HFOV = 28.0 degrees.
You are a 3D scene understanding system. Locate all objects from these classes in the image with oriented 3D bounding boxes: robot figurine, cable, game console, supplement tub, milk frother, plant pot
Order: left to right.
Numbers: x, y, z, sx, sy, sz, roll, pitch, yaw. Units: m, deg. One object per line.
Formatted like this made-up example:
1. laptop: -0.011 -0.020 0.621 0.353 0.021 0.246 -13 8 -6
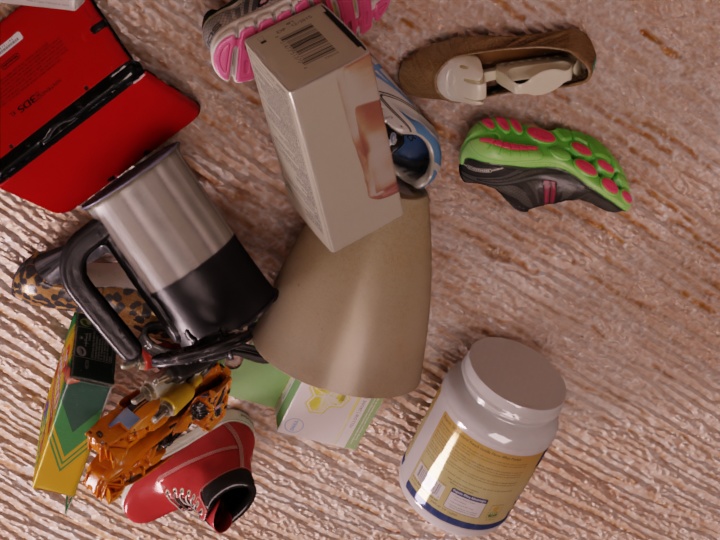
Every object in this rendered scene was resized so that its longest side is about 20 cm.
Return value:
1. game console: -0.293 -0.169 1.424 0.199 0.119 0.173 -34 92 16
2. robot figurine: -0.215 0.164 1.573 0.200 0.058 0.145 -35 154 -35
3. milk frother: -0.180 -0.006 1.399 0.180 0.200 0.189 -41 104 -26
4. cable: -0.167 0.086 1.540 0.199 0.098 0.050 -22 168 -43
5. plant pot: 0.000 0.000 1.504 0.186 0.187 0.201 10 110 -15
6. supplement tub: 0.142 0.191 1.664 0.143 0.145 0.201 14 123 -17

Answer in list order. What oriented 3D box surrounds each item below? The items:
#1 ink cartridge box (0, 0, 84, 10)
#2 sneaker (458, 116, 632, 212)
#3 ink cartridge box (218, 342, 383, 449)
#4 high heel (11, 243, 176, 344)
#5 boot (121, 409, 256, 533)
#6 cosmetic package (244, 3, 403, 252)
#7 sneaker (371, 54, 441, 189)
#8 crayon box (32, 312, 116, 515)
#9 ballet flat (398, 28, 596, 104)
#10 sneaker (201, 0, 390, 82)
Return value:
1. ink cartridge box: -0.323 -0.334 1.268 0.160 0.050 0.201 7 123 1
2. sneaker: 0.193 -0.102 1.512 0.199 0.077 0.084 17 140 -15
3. ink cartridge box: -0.070 0.120 1.647 0.199 0.048 0.146 15 123 -20
4. high heel: -0.273 0.040 1.558 0.142 0.072 0.200 -23 128 23
5. boot: -0.202 0.267 1.675 0.200 0.145 0.072 -37 124 20
6. cosmetic package: -0.031 -0.131 1.345 0.087 0.103 0.201 -28 138 -14
7. sneaker: 0.011 -0.158 1.439 0.072 0.073 0.200 -39 120 22
8. crayon box: -0.318 0.155 1.589 0.050 0.127 0.201 14 123 -16
9. ballet flat: 0.139 -0.195 1.427 0.198 0.073 0.068 -6 126 -3
10. sneaker: -0.066 -0.249 1.364 0.199 0.087 0.074 -28 135 -15
